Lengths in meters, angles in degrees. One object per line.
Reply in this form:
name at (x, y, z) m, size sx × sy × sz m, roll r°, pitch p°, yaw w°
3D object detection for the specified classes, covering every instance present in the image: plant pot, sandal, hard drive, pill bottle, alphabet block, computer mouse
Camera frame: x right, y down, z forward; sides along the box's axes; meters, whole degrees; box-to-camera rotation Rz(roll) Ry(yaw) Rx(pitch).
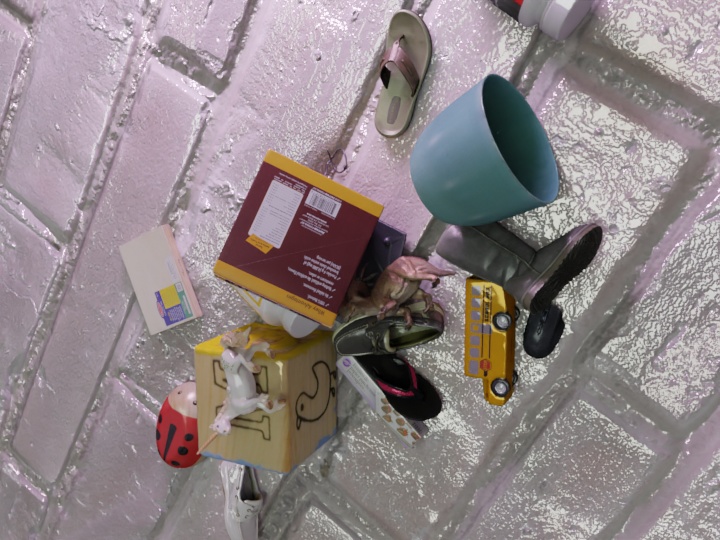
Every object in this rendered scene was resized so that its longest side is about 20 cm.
plant pot at (0.171, -0.158, 1.005) m, size 0.160 × 0.200 × 0.202 m, roll -26°, pitch 87°, yaw 37°
sandal at (0.064, -0.314, 1.099) m, size 0.079 × 0.057 × 0.203 m, roll 15°, pitch 105°, yaw 23°
hard drive at (0.000, 0.000, 1.193) m, size 0.134 × 0.042 × 0.201 m, roll 27°, pitch 110°, yaw 19°
pill bottle at (-0.152, 0.027, 1.210) m, size 0.200 × 0.112 × 0.113 m, roll 41°, pitch 114°, yaw 30°
alphabet block at (-0.166, 0.219, 1.230) m, size 0.195 × 0.195 × 0.202 m, roll 4°, pitch 102°, yaw 23°
pill bottle at (0.230, -0.422, 0.968) m, size 0.200 × 0.114 × 0.114 m, roll 41°, pitch 113°, yaw 14°
computer mouse at (0.296, 0.045, 1.063) m, size 0.058 × 0.034 × 0.202 m, roll 17°, pitch 105°, yaw 23°
sandal at (0.058, 0.181, 1.179) m, size 0.075 × 0.045 × 0.200 m, roll -41°, pitch 75°, yaw -16°

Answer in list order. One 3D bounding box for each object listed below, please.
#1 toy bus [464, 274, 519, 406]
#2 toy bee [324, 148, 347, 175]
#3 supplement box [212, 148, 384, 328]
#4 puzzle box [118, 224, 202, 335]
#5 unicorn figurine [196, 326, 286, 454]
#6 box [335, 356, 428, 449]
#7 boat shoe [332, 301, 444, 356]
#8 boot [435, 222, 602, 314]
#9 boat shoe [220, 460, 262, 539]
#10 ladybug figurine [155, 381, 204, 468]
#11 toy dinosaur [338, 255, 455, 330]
toy bus at (0.210, 0.110, 1.098) m, size 0.078 × 0.065 × 0.202 m, roll 4°, pitch 101°, yaw 25°
toy bee at (-0.104, -0.111, 1.184) m, size 0.130 × 0.108 × 0.202 m, roll 8°, pitch 98°, yaw 50°
supplement box at (-0.100, -0.044, 1.061) m, size 0.196 × 0.133 × 0.201 m, roll 25°, pitch 84°, yaw -10°
puzzle box at (-0.413, 0.022, 1.406) m, size 0.132 × 0.025 × 0.201 m, roll -20°, pitch 90°, yaw 27°
unicorn figurine at (-0.190, 0.193, 1.098) m, size 0.137 × 0.074 × 0.202 m, roll -6°, pitch 83°, yaw 36°
box at (0.038, 0.225, 1.216) m, size 0.200 × 0.041 × 0.039 m, roll 48°, pitch 115°, yaw 10°
boat shoe at (0.045, 0.106, 1.147) m, size 0.199 × 0.066 × 0.072 m, roll -16°, pitch 118°, yaw 10°
boot at (0.239, -0.043, 1.046) m, size 0.182 × 0.073 × 0.200 m, roll -41°, pitch 44°, yaw -9°
boat shoe at (-0.230, 0.466, 1.370) m, size 0.069 × 0.071 × 0.202 m, roll -8°, pitch 94°, yaw 28°
ladybug figurine at (-0.368, 0.328, 1.412) m, size 0.135 × 0.072 × 0.201 m, roll 23°, pitch 108°, yaw 20°
toy dinosaur at (0.052, 0.022, 1.116) m, size 0.199 × 0.086 × 0.136 m, roll -33°, pitch 50°, yaw -10°
